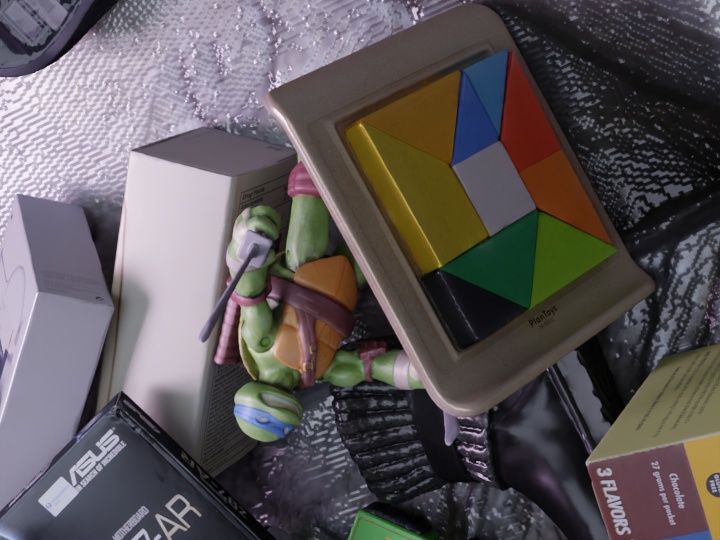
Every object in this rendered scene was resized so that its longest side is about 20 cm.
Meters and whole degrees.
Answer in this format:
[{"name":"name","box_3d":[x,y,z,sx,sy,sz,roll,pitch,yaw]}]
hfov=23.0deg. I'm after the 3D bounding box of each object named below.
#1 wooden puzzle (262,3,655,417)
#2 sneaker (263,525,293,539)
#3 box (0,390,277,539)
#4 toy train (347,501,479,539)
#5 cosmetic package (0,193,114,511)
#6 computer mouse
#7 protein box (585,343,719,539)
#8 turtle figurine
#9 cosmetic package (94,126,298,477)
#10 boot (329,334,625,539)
[{"name":"wooden puzzle","box_3d":[0.062,-0.042,0.957,0.037,0.185,0.200,-34,87,48]},{"name":"sneaker","box_3d":[-0.118,0.230,1.149,0.071,0.073,0.200,39,113,5]},{"name":"box","box_3d":[-0.153,0.196,1.027,0.200,0.044,0.160,-44,97,2]},{"name":"toy train","box_3d":[0.079,0.198,1.084,0.200,0.042,0.056,21,99,16]},{"name":"cosmetic package","box_3d":[-0.212,0.073,1.109,0.052,0.151,0.200,13,110,-19]},{"name":"computer mouse","box_3d":[-0.169,-0.197,1.085,0.200,0.053,0.139,-41,87,13]},{"name":"protein box","box_3d":[0.249,0.109,0.908,0.200,0.199,0.135,-16,97,23]},{"name":"turtle figurine","box_3d":[0.000,0.000,0.970,0.144,0.200,0.194,18,72,-2]},{"name":"cosmetic package","box_3d":[-0.100,0.022,1.077,0.073,0.104,0.200,14,106,18]},{"name":"boot","box_3d":[0.083,0.120,1.039,0.158,0.079,0.211,-22,83,17]}]
